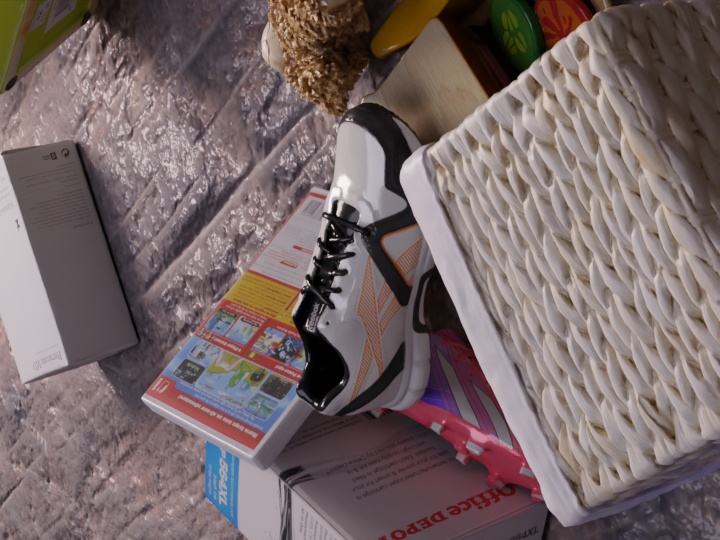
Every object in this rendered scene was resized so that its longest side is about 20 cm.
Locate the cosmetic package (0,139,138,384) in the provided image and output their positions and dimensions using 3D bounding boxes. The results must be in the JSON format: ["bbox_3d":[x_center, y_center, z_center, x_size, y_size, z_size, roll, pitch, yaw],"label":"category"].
[{"bbox_3d":[-0.289,-0.006,1.507,0.113,0.081,0.202,-24,83,53],"label":"cosmetic package"}]

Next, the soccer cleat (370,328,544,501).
[{"bbox_3d":[0.067,0.081,1.065,0.199,0.077,0.067,25,161,32],"label":"soccer cleat"}]

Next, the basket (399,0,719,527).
[{"bbox_3d":[0.161,-0.016,0.778,0.161,0.197,0.201,-41,69,48],"label":"basket"}]

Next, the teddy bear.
[{"bbox_3d":[-0.036,-0.168,1.022,0.200,0.066,0.146,-170,57,-86],"label":"teddy bear"}]

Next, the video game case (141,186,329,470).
[{"bbox_3d":[-0.047,0.033,1.106,0.142,0.200,0.017,19,154,50],"label":"video game case"}]

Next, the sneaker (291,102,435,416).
[{"bbox_3d":[0.000,0.000,0.984,0.073,0.079,0.202,23,121,51],"label":"sneaker"}]

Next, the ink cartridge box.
[{"bbox_3d":[0.007,0.153,1.100,0.200,0.145,0.085,38,133,41],"label":"ink cartridge box"}]

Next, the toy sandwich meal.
[{"bbox_3d":[0.073,-0.112,0.966,0.204,0.070,0.207,26,124,47],"label":"toy sandwich meal"}]

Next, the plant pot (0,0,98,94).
[{"bbox_3d":[-0.304,-0.270,1.309,0.181,0.199,0.201,35,137,4],"label":"plant pot"}]
